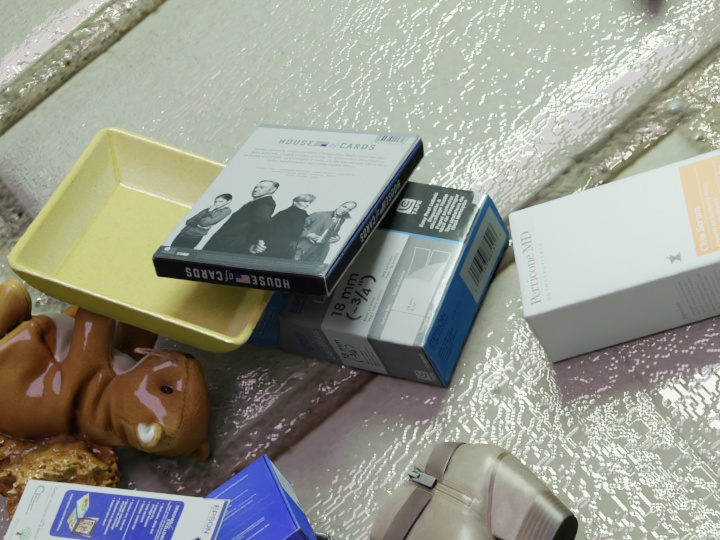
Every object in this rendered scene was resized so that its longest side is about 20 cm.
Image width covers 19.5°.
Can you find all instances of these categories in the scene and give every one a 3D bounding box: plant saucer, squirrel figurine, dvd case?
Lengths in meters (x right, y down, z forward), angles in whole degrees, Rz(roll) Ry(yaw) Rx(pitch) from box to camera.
[{"bbox_3d":[-0.154,-0.016,1.674,0.198,0.049,0.201,19,41,7],"label":"plant saucer"},{"bbox_3d":[-0.213,0.122,1.680,0.185,0.141,0.201,22,84,24],"label":"squirrel figurine"},{"bbox_3d":[-0.054,-0.052,1.649,0.149,0.025,0.200,6,36,24],"label":"dvd case"}]

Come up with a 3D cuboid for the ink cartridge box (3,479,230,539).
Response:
[{"bbox_3d":[-0.178,0.210,1.523,0.199,0.039,0.100,1,58,36],"label":"ink cartridge box"}]

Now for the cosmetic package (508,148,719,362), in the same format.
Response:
[{"bbox_3d":[0.220,-0.015,1.581,0.198,0.071,0.102,-18,53,15],"label":"cosmetic package"}]

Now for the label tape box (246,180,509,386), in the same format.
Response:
[{"bbox_3d":[0.000,0.000,1.681,0.199,0.063,0.145,10,63,30],"label":"label tape box"}]

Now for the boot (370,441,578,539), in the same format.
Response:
[{"bbox_3d":[0.064,0.218,1.512,0.146,0.070,0.201,19,67,41],"label":"boot"}]

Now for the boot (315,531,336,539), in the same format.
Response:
[{"bbox_3d":[-0.055,0.296,1.504,0.161,0.073,0.199,-26,45,13],"label":"boot"}]

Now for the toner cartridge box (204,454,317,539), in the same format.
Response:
[{"bbox_3d":[-0.127,0.230,1.539,0.199,0.043,0.095,-36,35,4],"label":"toner cartridge box"}]
